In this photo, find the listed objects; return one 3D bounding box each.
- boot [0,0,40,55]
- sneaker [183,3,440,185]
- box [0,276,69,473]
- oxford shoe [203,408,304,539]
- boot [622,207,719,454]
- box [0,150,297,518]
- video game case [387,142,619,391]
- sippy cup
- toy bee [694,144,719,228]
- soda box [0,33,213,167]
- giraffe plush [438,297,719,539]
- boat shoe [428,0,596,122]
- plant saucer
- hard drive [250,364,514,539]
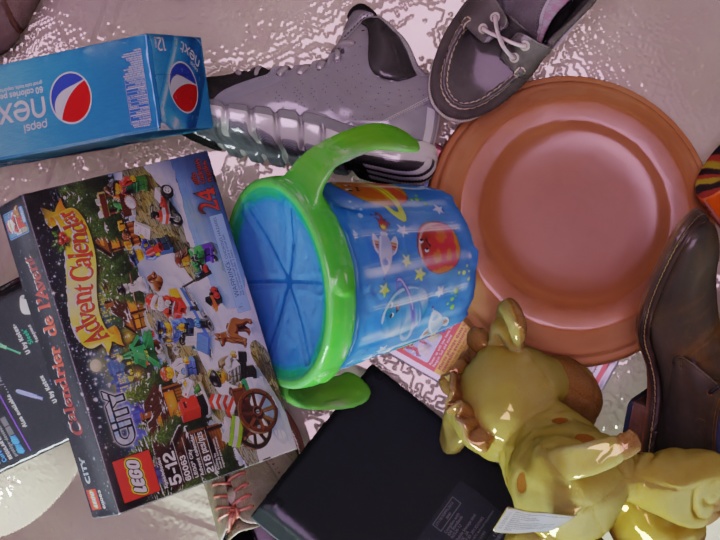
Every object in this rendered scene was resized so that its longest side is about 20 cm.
[{"bbox_3d":[-0.302,-0.235,1.271,0.146,0.070,0.200,-43,88,6],"label":"boot"},{"bbox_3d":[-0.035,-0.131,1.261,0.199,0.075,0.116,13,78,5],"label":"sneaker"},{"bbox_3d":[-0.237,0.070,1.226,0.199,0.122,0.106,-26,97,13],"label":"box"},{"bbox_3d":[-0.074,0.146,1.252,0.070,0.075,0.200,-31,87,22],"label":"oxford shoe"},{"bbox_3d":[0.232,0.059,1.193,0.097,0.075,0.201,26,131,31],"label":"boot"},{"bbox_3d":[-0.130,0.037,1.147,0.136,0.038,0.201,-17,90,-37],"label":"box"},{"bbox_3d":[0.090,0.016,1.273,0.200,0.017,0.143,30,93,2],"label":"video game case"},{"bbox_3d":[0.000,0.000,1.194,0.130,0.178,0.140,-9,70,-31],"label":"sippy cup"},{"bbox_3d":[0.318,-0.099,1.225,0.199,0.109,0.131,-10,122,14],"label":"toy bee"},{"bbox_3d":[-0.201,-0.109,1.229,0.199,0.068,0.064,-7,91,28],"label":"soda box"},{"bbox_3d":[0.118,0.117,1.185,0.173,0.200,0.162,-44,48,15],"label":"giraffe plush"},{"bbox_3d":[0.118,-0.183,1.225,0.067,0.057,0.200,42,79,0],"label":"boat shoe"},{"bbox_3d":[0.142,-0.035,1.242,0.199,0.037,0.201,0,82,-1],"label":"plant saucer"},{"bbox_3d":[0.045,0.174,1.237,0.200,0.033,0.140,39,58,2],"label":"hard drive"}]
